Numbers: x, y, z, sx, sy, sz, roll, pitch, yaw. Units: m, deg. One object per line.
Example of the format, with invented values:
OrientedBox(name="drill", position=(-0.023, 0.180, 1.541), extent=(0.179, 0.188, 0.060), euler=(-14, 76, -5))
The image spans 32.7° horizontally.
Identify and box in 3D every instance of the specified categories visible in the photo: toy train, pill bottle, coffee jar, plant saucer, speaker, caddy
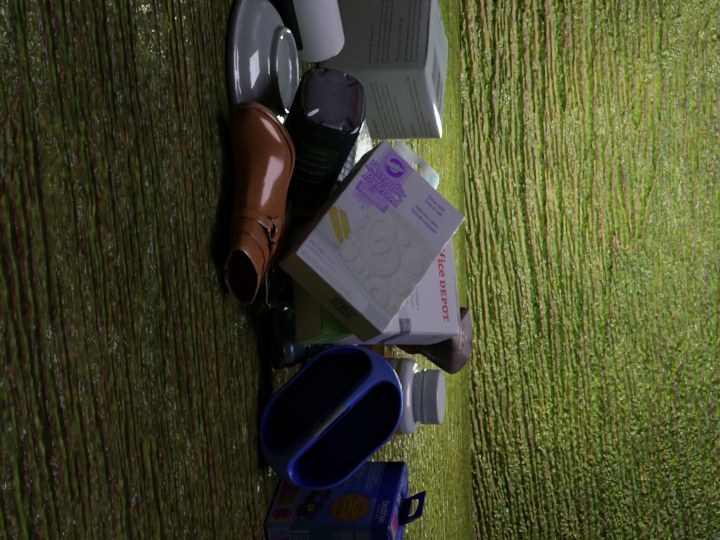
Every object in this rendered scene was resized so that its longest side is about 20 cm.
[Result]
OrientedBox(name="toy train", position=(-0.088, -0.040, 1.606), extent=(0.042, 0.056, 0.202), euler=(29, 57, -30))
OrientedBox(name="pill bottle", position=(0.019, 0.180, 1.766), extent=(0.109, 0.198, 0.110), euler=(0, 90, -78))
OrientedBox(name="coffee jar", position=(-0.062, -0.145, 1.502), extent=(0.201, 0.085, 0.105), euler=(118, -19, -49))
OrientedBox(name="plant saucer", position=(-0.112, -0.245, 1.510), extent=(0.200, 0.050, 0.202), euler=(0, 90, -78))
OrientedBox(name="speaker", position=(-0.075, -0.379, 1.615), extent=(0.201, 0.080, 0.082), euler=(78, 17, -46))
OrientedBox(name="caddy", position=(-0.035, 0.184, 1.553), extent=(0.141, 0.200, 0.105), euler=(47, 5, 4))

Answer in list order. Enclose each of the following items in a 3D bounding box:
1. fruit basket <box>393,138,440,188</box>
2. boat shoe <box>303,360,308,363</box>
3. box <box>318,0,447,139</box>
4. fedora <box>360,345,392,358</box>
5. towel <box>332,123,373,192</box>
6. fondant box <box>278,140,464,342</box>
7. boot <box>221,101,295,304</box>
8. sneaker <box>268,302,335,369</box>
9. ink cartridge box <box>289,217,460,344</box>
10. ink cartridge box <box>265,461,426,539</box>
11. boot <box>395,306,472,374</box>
OrientedBox(name="fruit basket", position=(0.062, -0.069, 1.788), extent=(0.201, 0.093, 0.185), euler=(-66, 153, -4))
OrientedBox(name="boat shoe", position=(-0.020, 0.098, 1.775), extent=(0.199, 0.072, 0.063), euler=(-30, 143, -42))
OrientedBox(name="box", position=(0.042, -0.340, 1.949), extent=(0.199, 0.170, 0.202), euler=(67, 25, -61))
OrientedBox(name="fedora", position=(0.006, 0.108, 1.945), extent=(0.201, 0.081, 0.203), euler=(-174, -90, -87))
OrientedBox(name="towel", position=(-0.030, -0.144, 1.827), extent=(0.200, 0.085, 0.167), euler=(68, 23, -56))
OrientedBox(name="fondant box", position=(0.016, -0.036, 1.487), extent=(0.201, 0.144, 0.058), euler=(-54, -168, -28))
OrientedBox(name="boot", position=(-0.124, -0.075, 1.403), extent=(0.155, 0.073, 0.201), euler=(-71, 155, -47))
OrientedBox(name="sneaker", position=(-0.064, 0.076, 1.623), extent=(0.200, 0.095, 0.080), euler=(-49, 134, -73))
OrientedBox(name="ink cartridge box", position=(0.018, 0.017, 1.557), extent=(0.084, 0.198, 0.147), euler=(-27, -116, 58))
OrientedBox(name="ink cartridge box", position=(-0.012, 0.320, 1.616), extent=(0.137, 0.198, 0.077), euler=(-71, 158, -57))
OrientedBox(name="boot", position=(0.119, 0.048, 1.819), extent=(0.200, 0.064, 0.188), euler=(-166, -96, -71))
